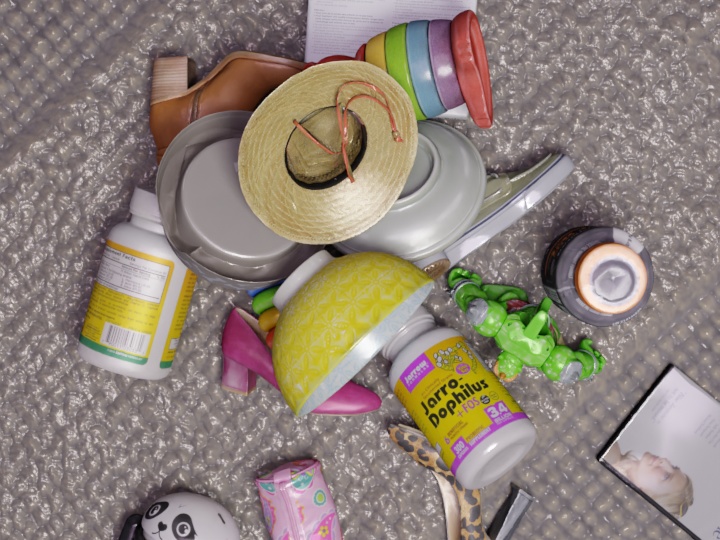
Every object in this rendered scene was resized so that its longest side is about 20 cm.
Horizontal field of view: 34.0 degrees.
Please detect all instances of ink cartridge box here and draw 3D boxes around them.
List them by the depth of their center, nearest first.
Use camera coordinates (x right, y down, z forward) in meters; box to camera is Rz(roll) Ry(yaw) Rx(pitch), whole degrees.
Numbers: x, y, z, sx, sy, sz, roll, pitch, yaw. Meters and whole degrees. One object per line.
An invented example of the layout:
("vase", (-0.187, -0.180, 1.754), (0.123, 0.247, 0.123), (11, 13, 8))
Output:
("ink cartridge box", (0.036, -0.281, 1.358), (0.193, 0.043, 0.203), (5, 92, 4))

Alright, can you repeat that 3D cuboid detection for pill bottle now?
("pill bottle", (0.258, 0.005, 1.279), (0.105, 0.200, 0.108), (0, 92, 2))
("pill bottle", (0.100, 0.136, 1.314), (0.104, 0.104, 0.201), (-40, 63, 4))
("pill bottle", (-0.245, 0.013, 1.347), (0.111, 0.113, 0.203), (17, 93, 2))

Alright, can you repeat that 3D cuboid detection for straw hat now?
("straw hat", (-0.040, -0.135, 1.245), (0.198, 0.085, 0.204), (-7, 117, -14))

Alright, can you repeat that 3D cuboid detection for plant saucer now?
("plant saucer", (0.040, -0.101, 1.306), (0.197, 0.050, 0.202), (-8, 54, 11))

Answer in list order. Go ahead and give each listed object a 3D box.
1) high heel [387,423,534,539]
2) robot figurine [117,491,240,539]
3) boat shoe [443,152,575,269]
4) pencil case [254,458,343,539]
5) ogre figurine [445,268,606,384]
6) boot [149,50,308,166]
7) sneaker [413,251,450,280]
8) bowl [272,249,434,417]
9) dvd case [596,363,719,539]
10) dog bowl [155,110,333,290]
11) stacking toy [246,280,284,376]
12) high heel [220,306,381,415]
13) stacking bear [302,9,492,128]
("high heel", (0.089, 0.275, 1.359), (0.199, 0.071, 0.144), (32, 87, -8))
("robot figurine", (-0.214, 0.356, 1.352), (0.149, 0.125, 0.202), (19, 93, -11))
("boat shoe", (0.153, -0.077, 1.346), (0.199, 0.072, 0.062), (-37, 89, 6))
("pencil case", (-0.061, 0.322, 1.365), (0.086, 0.087, 0.203), (-13, 91, 3))
("ogre figurine", (0.182, 0.067, 1.321), (0.098, 0.120, 0.201), (-39, 91, 15))
("boot", (-0.147, -0.169, 1.356), (0.197, 0.074, 0.157), (-2, 93, 18))
("sneaker", (0.000, 0.000, 1.359), (0.199, 0.070, 0.109), (-34, 72, 19))
("bowl", (-0.029, 0.044, 1.228), (0.200, 0.200, 0.108), (-45, 82, 3))
("dvd case", (0.394, 0.227, 1.372), (0.199, 0.018, 0.143), (38, 93, 1))
("dog bowl", (-0.127, -0.071, 1.277), (0.197, 0.059, 0.203), (7, 66, -15))
("stacking toy", (-0.089, 0.038, 1.335), (0.084, 0.085, 0.203), (-17, 79, 3))
("high heel", (-0.067, 0.106, 1.366), (0.197, 0.067, 0.097), (12, 103, 15))
("stacking bear", (0.036, -0.210, 1.289), (0.197, 0.115, 0.122), (-10, 130, 15))
